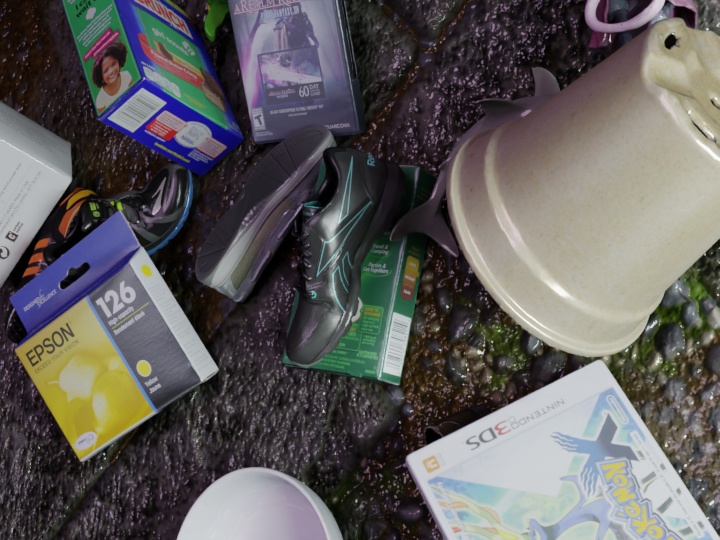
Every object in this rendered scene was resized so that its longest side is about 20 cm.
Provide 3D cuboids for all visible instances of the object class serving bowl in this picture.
[{"bbox_3d":[-0.085,0.286,0.994,0.198,0.065,0.203,-10,72,34],"label":"serving bowl"}]

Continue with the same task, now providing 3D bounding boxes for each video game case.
[{"bbox_3d":[0.156,0.187,0.813,0.180,0.022,0.201,-25,60,-8],"label":"video game case"},{"bbox_3d":[-0.070,-0.235,1.097,0.141,0.019,0.203,0,107,36],"label":"video game case"}]

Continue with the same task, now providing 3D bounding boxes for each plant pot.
[{"bbox_3d":[0.193,-0.071,0.769,0.183,0.198,0.203,-44,53,44],"label":"plant pot"}]

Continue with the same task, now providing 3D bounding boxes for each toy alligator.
[{"bbox_3d":[-0.146,-0.354,1.227,0.053,0.059,0.203,3,74,-6],"label":"toy alligator"}]

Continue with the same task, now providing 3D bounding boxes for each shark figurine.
[{"bbox_3d":[0.111,-0.113,0.949,0.213,0.089,0.130,-29,61,25],"label":"shark figurine"}]

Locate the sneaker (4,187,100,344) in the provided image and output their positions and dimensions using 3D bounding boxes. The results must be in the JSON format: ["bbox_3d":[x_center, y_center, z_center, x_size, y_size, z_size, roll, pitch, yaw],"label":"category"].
[{"bbox_3d":[-0.362,-0.006,1.287,0.201,0.070,0.090,-57,38,10],"label":"sneaker"}]

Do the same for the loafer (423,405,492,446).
[{"bbox_3d":[0.094,0.207,0.870,0.073,0.070,0.202,-56,41,45],"label":"loafer"}]

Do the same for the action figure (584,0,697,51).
[{"bbox_3d":[0.211,-0.276,0.889,0.133,0.148,0.203,-9,86,40],"label":"action figure"}]

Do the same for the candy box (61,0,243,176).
[{"bbox_3d":[-0.229,-0.225,1.176,0.077,0.169,0.202,-36,59,17],"label":"candy box"}]

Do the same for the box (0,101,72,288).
[{"bbox_3d":[-0.478,-0.103,1.288,0.200,0.199,0.131,-52,28,13],"label":"box"}]

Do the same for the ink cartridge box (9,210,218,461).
[{"bbox_3d":[-0.279,0.073,1.157,0.197,0.047,0.201,-33,91,26],"label":"ink cartridge box"}]

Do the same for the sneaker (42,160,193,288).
[{"bbox_3d":[-0.268,-0.052,1.199,0.199,0.083,0.071,-37,49,5],"label":"sneaker"}]

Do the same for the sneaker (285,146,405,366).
[{"bbox_3d":[-0.033,-0.015,0.965,0.075,0.079,0.202,19,87,62],"label":"sneaker"}]

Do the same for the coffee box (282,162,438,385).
[{"bbox_3d":[0.000,0.000,1.024,0.122,0.044,0.203,4,80,37],"label":"coffee box"}]

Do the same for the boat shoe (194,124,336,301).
[{"bbox_3d":[-0.088,-0.058,1.101,0.203,0.064,0.074,-53,35,6],"label":"boat shoe"}]
